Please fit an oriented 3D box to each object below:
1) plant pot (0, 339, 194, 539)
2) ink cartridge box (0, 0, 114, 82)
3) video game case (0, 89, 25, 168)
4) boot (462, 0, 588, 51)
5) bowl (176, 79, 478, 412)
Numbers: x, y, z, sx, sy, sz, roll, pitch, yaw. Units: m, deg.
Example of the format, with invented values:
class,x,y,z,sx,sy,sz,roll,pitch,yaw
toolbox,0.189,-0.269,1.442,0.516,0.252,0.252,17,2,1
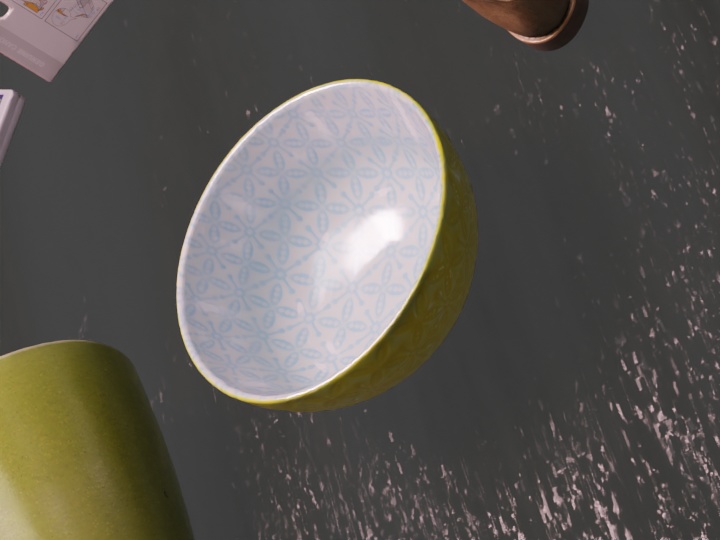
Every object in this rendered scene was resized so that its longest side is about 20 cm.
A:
class,x,y,z,sx,sy,sz,roll,pitch,yaw
plant pot,-0.173,0.178,1.176,0.187,0.187,0.200,-44,61,15
ink cartridge box,-0.251,-0.257,1.436,0.176,0.200,0.045,-47,45,12
video game case,-0.359,-0.079,1.569,0.200,0.018,0.144,6,72,43
boot,0.054,-0.208,1.213,0.200,0.075,0.074,40,104,39
bowl,0.000,0.000,1.145,0.200,0.108,0.201,-21,56,33
